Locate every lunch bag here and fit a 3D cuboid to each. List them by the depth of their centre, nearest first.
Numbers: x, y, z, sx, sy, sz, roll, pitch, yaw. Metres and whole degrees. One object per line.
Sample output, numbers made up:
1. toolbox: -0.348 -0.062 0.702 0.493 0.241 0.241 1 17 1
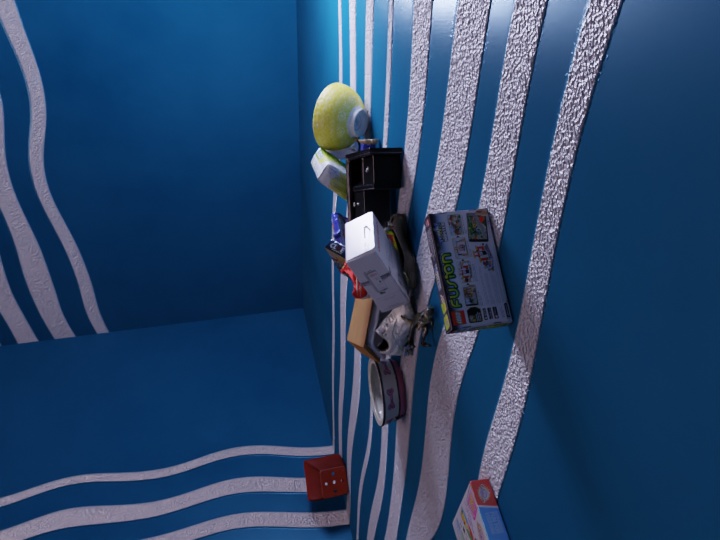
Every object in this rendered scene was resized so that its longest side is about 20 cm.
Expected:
1. lunch bag: -0.040 -0.079 2.031 0.200 0.093 0.153 37 -142 -61

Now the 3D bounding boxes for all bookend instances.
1. bookend: 0.035 -0.207 1.706 0.198 0.091 0.203 -165 72 -71

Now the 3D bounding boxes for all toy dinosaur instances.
1. toy dinosaur: 0.136 0.136 1.554 0.200 0.047 0.090 146 130 -69

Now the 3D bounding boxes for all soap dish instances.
1. soap dish: 0.028 0.155 1.818 0.200 0.080 0.160 54 -135 -67

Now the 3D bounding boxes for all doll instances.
1. doll: 0.020 -0.264 1.849 0.136 0.048 0.203 -22 -67 -59

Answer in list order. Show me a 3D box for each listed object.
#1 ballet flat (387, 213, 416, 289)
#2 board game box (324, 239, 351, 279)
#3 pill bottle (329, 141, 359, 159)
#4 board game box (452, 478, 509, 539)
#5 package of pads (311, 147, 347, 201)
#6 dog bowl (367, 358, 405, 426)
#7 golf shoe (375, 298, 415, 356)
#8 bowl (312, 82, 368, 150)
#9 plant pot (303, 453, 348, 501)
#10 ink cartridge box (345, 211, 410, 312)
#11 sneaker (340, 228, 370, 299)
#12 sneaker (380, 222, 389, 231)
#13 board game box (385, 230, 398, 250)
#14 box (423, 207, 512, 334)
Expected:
1. ballet flat: 0.103 -0.049 1.639 0.067 0.046 0.203 111 151 -69
2. board game box: 0.000 0.000 1.847 0.199 0.035 0.136 30 161 35
3. pill bottle: -0.071 -0.473 2.141 0.112 0.111 0.203 129 134 -75
4. board game box: 0.235 0.524 1.289 0.201 0.040 0.154 96 164 -48
5. package of pads: -0.048 -0.265 1.948 0.068 0.199 0.155 -51 27 15
6. dog bowl: 0.078 0.351 1.936 0.200 0.073 0.203 173 90 -80
7. golf shoe: 0.088 0.142 1.700 0.079 0.096 0.202 -112 20 -57
8. bowl: -0.040 -0.446 1.951 0.107 0.200 0.203 18 124 30
9. plant pot: -0.157 1.044 3.299 0.176 0.197 0.203 157 106 -67
10. ink cartridge box: 0.041 -0.020 1.616 0.201 0.082 0.148 54 -158 -38
11. sneaker: -0.017 -0.023 1.718 0.077 0.084 0.203 9 -115 -68
12. sneaker: 0.035 -0.127 1.903 0.199 0.080 0.076 -5 91 60
13. board game box: 0.063 -0.035 1.857 0.200 0.047 0.103 130 134 -75
14. box: 0.179 -0.002 1.106 0.035 0.108 0.203 116 147 -71
